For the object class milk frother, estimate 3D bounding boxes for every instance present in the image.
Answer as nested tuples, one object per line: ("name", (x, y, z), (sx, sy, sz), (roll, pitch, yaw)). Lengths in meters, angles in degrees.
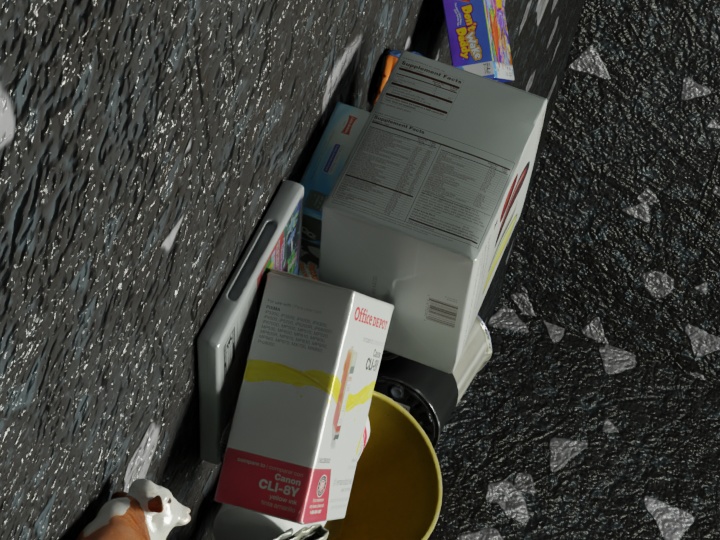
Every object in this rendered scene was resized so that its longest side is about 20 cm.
("milk frother", (0.061, 0.081, 1.923), (0.200, 0.180, 0.188), (-60, 176, 38))

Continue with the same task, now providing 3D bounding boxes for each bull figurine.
("bull figurine", (-0.176, 0.227, 1.160), (0.200, 0.065, 0.122), (-30, 107, -65))

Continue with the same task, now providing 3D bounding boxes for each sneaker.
("sneaker", (0.067, -0.185, 1.731), (0.200, 0.078, 0.075), (-34, 144, -75))

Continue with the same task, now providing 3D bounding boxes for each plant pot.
("plant pot", (-0.030, 0.246, 1.843), (0.142, 0.200, 0.200), (-37, -159, 52))

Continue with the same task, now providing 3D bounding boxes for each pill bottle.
("pill bottle", (-0.071, 0.203, 1.649), (0.200, 0.111, 0.111), (-58, 166, -52))

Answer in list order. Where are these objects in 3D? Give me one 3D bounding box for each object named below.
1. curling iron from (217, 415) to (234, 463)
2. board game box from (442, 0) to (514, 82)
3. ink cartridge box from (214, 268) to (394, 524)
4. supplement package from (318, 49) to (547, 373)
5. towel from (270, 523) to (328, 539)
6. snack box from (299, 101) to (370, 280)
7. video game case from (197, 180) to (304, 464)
("curling iron", (-0.082, 0.115, 1.507), (0.200, 0.026, 0.050), (-55, 156, -54))
("board game box", (0.130, -0.276, 1.842), (0.200, 0.045, 0.135), (-28, 110, -77))
("ink cartridge box", (-0.045, 0.110, 1.425), (0.145, 0.083, 0.200), (23, 79, -74))
("supplement package", (0.063, -0.053, 1.530), (0.191, 0.147, 0.200), (96, 16, -56))
("towel", (-0.129, 0.318, 1.518), (0.192, 0.035, 0.200), (-19, 146, -39))
("snack box", (-0.027, -0.061, 1.572), (0.200, 0.037, 0.116), (89, 23, -67))
("video game case", (-0.096, 0.047, 1.445), (0.200, 0.023, 0.182), (96, 17, -55))
